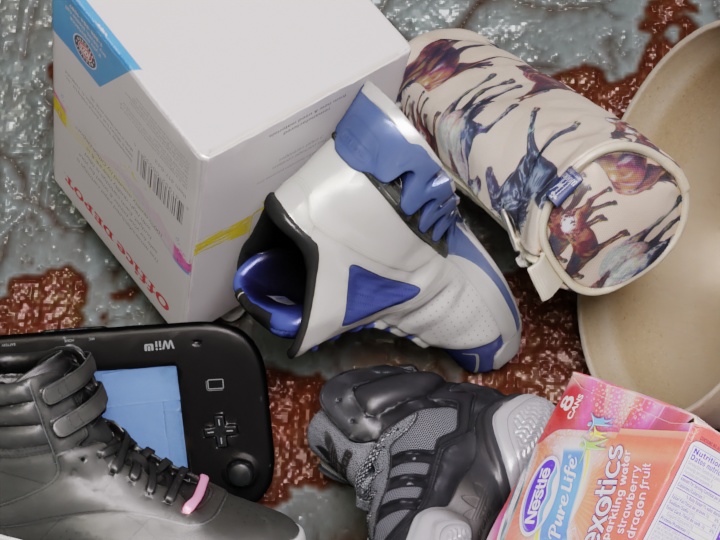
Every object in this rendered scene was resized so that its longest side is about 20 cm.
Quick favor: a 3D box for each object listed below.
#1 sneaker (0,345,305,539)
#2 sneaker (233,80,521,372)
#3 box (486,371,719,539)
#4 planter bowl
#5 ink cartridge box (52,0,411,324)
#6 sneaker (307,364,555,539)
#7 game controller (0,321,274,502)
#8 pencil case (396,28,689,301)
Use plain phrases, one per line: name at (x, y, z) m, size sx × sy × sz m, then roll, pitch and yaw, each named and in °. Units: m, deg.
sneaker at (-0.122, 0.094, 0.792) m, size 0.199 × 0.071 × 0.100 m, roll 9°, pitch 107°, yaw 5°
sneaker at (0.000, 0.000, 0.800) m, size 0.115 × 0.199 × 0.081 m, roll -36°, pitch 53°, yaw -1°
box at (0.167, 0.137, 0.725) m, size 0.200 × 0.095 × 0.103 m, roll 29°, pitch 87°, yaw -28°
planter bowl at (0.215, -0.010, 0.797) m, size 0.134 × 0.200 × 0.201 m, roll 14°, pitch 71°, yaw -19°
ink cartridge box at (-0.075, -0.073, 0.836) m, size 0.125 × 0.200 × 0.129 m, roll -31°, pitch 70°, yaw -24°
sneaker at (0.012, 0.117, 0.796) m, size 0.114 × 0.076 × 0.200 m, roll 22°, pitch 41°, yaw 23°
game controller at (-0.146, 0.081, 0.844) m, size 0.199 × 0.042 × 0.105 m, roll -4°, pitch 111°, yaw 3°
pencil case at (0.079, -0.061, 0.826) m, size 0.089 × 0.078 × 0.200 m, roll -26°, pitch 34°, yaw -13°
